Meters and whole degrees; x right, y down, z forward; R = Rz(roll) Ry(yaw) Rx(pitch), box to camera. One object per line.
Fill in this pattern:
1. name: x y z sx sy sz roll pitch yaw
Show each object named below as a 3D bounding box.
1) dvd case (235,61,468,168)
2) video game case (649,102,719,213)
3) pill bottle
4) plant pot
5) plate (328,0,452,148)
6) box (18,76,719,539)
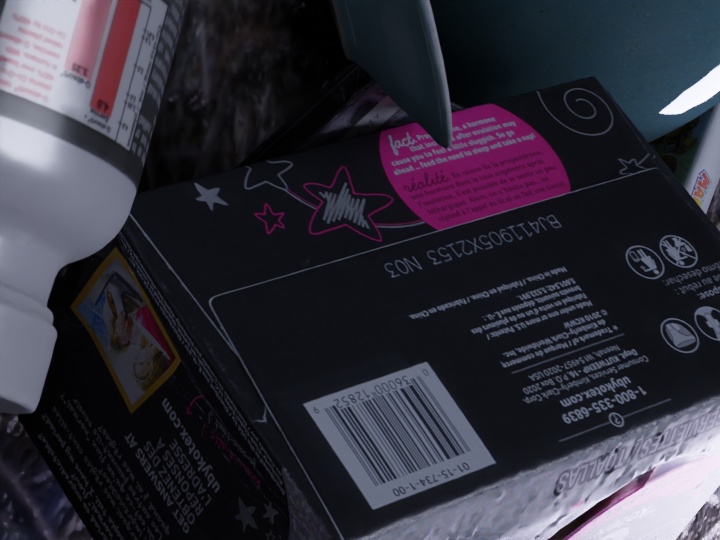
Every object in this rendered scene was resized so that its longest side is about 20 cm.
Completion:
1. dvd case: 0.000 0.000 0.787 0.149 0.016 0.200 -41 153 19
2. video game case: 0.075 -0.002 0.884 0.018 0.143 0.201 39 61 -28
3. pill bottle: -0.106 -0.069 0.599 0.116 0.115 0.201 29 71 -56
4. plant pot: 0.073 -0.118 0.839 0.200 0.200 0.135 -39 157 -48
5. plate: -0.012 -0.129 0.642 0.200 0.025 0.201 -16 90 -90
6. box: 0.019 0.040 0.698 0.199 0.132 0.115 -17 151 -36
